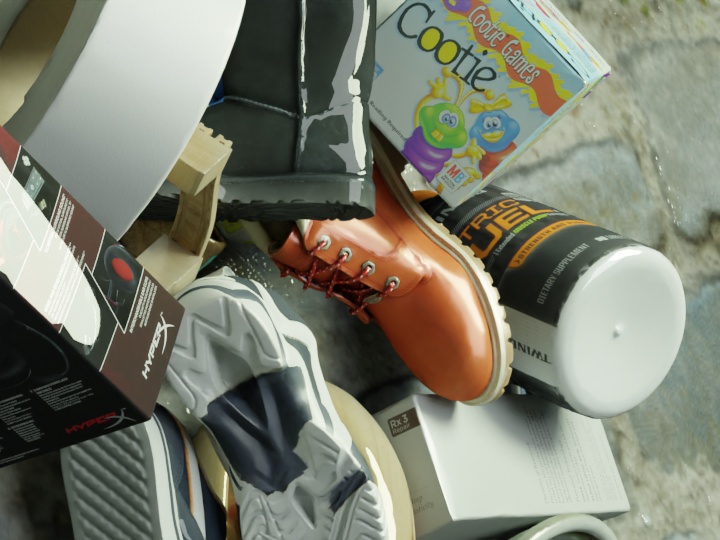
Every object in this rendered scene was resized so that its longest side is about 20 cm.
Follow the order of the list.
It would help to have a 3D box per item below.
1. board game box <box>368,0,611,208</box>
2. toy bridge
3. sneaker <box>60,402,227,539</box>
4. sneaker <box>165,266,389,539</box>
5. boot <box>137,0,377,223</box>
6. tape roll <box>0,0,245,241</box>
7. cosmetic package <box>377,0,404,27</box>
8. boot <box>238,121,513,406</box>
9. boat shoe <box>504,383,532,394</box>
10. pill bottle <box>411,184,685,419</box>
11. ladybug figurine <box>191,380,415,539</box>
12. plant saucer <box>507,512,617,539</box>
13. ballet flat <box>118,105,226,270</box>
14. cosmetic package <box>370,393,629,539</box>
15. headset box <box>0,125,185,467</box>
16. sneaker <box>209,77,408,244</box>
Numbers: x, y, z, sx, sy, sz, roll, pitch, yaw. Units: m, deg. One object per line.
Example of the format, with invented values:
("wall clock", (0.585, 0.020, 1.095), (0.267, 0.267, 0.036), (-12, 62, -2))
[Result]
("board game box", (0.067, -0.114, 1.689), (0.105, 0.103, 0.200), (47, 10, 2))
("toy bridge", (-0.106, 0.006, 1.516), (0.027, 0.200, 0.067), (31, 37, 10))
("sneaker", (-0.105, 0.164, 1.505), (0.079, 0.078, 0.201), (8, 80, -67))
("sneaker", (-0.041, 0.084, 1.546), (0.199, 0.079, 0.130), (57, 11, -13))
("boot", (-0.071, -0.129, 1.574), (0.066, 0.164, 0.201), (125, -34, -77))
("tape roll", (-0.139, -0.096, 1.476), (0.071, 0.202, 0.203), (30, 49, -23))
("cosmetic package", (0.002, -0.175, 1.839), (0.200, 0.074, 0.102), (4, 70, -55))
("boot", (0.000, 0.000, 1.634), (0.107, 0.075, 0.200), (-25, 76, -48))
("boat shoe", (0.112, 0.106, 1.862), (0.070, 0.066, 0.201), (7, 68, -53))
("pill bottle", (0.090, 0.010, 1.759), (0.106, 0.200, 0.107), (-15, 114, -35))
("ladybug figurine", (-0.041, 0.153, 1.594), (0.135, 0.072, 0.201), (13, 56, -11))
("plant saucer", (0.080, 0.228, 1.725), (0.200, 0.050, 0.201), (-33, 135, -40))
("ballet flat", (-0.119, -0.090, 1.621), (0.068, 0.072, 0.201), (-3, 76, -69))
("cosmetic package", (0.055, 0.126, 1.726), (0.200, 0.113, 0.081), (0, 67, -54))
("headset box", (-0.204, 0.003, 1.389), (0.200, 0.148, 0.075), (46, 41, -32))
("sneaker", (-0.030, -0.093, 1.750), (0.200, 0.076, 0.105), (-34, 101, -55))
